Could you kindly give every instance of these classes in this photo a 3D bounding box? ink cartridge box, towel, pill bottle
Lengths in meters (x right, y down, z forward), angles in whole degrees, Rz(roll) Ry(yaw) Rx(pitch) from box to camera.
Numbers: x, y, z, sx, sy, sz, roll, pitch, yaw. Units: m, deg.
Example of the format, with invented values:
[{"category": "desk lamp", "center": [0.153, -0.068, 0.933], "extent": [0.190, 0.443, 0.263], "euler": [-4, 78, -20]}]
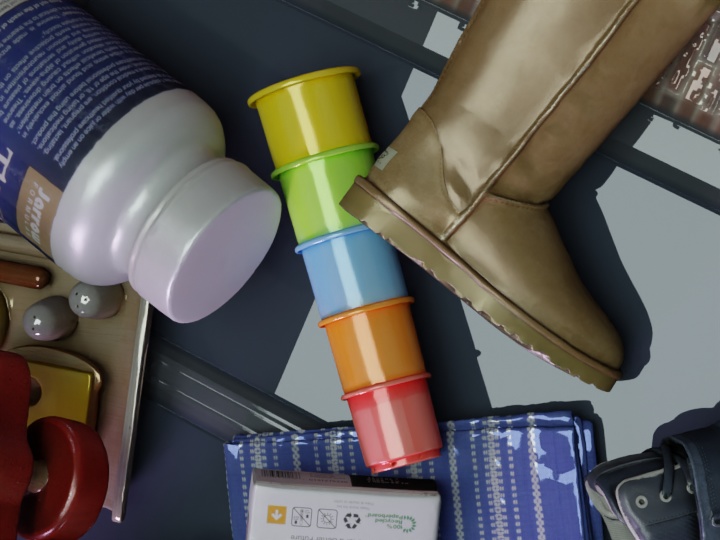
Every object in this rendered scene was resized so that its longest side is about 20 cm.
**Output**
[{"category": "ink cartridge box", "center": [-0.016, 0.201, 1.328], "extent": [0.095, 0.037, 0.200], "euler": [4, 99, -5]}, {"category": "towel", "center": [0.030, 0.147, 1.350], "extent": [0.200, 0.024, 0.145], "euler": [-5, 96, 22]}, {"category": "pill bottle", "center": [-0.140, -0.063, 1.328], "extent": [0.200, 0.111, 0.111], "euler": [37, 106, 21]}]

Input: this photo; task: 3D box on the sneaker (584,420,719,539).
[{"category": "sneaker", "center": [0.178, 0.062, 1.231], "extent": [0.146, 0.077, 0.203], "euler": [-2, 91, -4]}]

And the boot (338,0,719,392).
[{"category": "boot", "center": [0.111, -0.064, 1.271], "extent": [0.175, 0.066, 0.200], "euler": [37, 93, -15]}]

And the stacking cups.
[{"category": "stacking cups", "center": [0.000, 0.000, 1.313], "extent": [0.060, 0.060, 0.200], "euler": [-20, 83, 20]}]

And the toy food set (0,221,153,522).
[{"category": "toy food set", "center": [-0.206, 0.047, 1.401], "extent": [0.200, 0.060, 0.144], "euler": [10, 98, 19]}]

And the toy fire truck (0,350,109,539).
[{"category": "toy fire truck", "center": [-0.224, 0.144, 1.342], "extent": [0.168, 0.112, 0.200], "euler": [-12, 70, 42]}]
